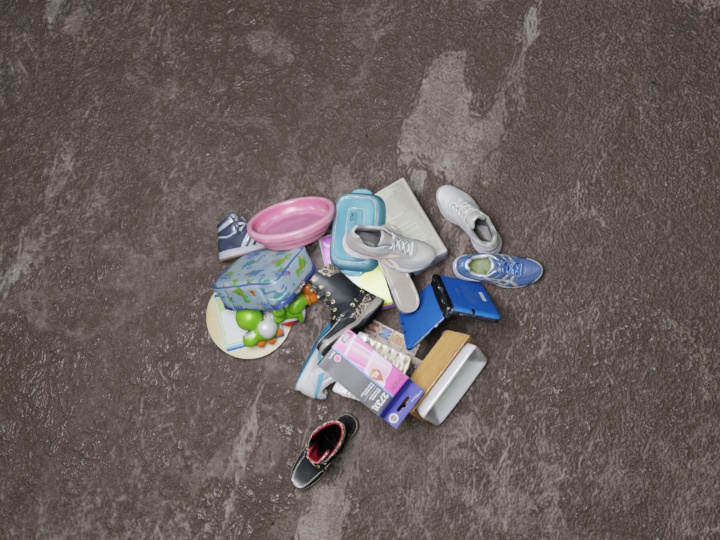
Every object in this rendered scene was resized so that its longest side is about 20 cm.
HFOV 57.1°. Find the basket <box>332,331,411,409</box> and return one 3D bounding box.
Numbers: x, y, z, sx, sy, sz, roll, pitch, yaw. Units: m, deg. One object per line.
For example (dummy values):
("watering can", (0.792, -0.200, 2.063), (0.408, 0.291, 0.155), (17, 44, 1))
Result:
("basket", (0.029, 0.216, 1.398), (0.123, 0.200, 0.136), (23, 84, 6))

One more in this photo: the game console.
("game console", (0.185, 0.097, 1.416), (0.170, 0.200, 0.119), (12, 109, -6))

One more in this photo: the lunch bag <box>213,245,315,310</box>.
("lunch bag", (-0.206, 0.015, 1.445), (0.200, 0.083, 0.161), (-6, 33, 34))

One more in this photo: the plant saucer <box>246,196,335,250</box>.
("plant saucer", (-0.150, -0.102, 1.469), (0.200, 0.201, 0.051), (-11, 118, 6))

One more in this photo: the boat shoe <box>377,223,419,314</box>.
("boat shoe", (0.074, -0.001, 1.444), (0.072, 0.063, 0.200), (-14, 81, -11))

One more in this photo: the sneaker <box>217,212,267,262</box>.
("sneaker", (-0.246, -0.091, 1.561), (0.199, 0.070, 0.109), (-13, 80, 8))

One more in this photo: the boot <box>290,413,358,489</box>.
("boot", (-0.088, 0.389, 1.411), (0.200, 0.151, 0.073), (-45, 77, -2))

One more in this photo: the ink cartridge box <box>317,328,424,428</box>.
("ink cartridge box", (0.021, 0.210, 1.287), (0.200, 0.037, 0.095), (39, 84, 0))

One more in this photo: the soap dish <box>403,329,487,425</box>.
("soap dish", (0.175, 0.227, 1.409), (0.081, 0.157, 0.200), (36, 86, 29))

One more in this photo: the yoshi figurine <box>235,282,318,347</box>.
("yoshi figurine", (-0.198, 0.083, 1.481), (0.200, 0.112, 0.112), (-40, 70, -4))

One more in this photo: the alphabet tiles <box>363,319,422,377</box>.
("alphabet tiles", (0.041, 0.209, 1.499), (0.200, 0.006, 0.167), (26, 85, 12))

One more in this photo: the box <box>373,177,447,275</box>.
("box", (0.111, -0.098, 1.508), (0.095, 0.078, 0.200), (-28, 77, 3))

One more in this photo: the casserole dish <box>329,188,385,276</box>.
("casserole dish", (-0.010, -0.088, 1.471), (0.121, 0.039, 0.201), (5, 82, 12))

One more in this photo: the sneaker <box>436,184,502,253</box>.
("sneaker", (0.246, -0.124, 1.483), (0.078, 0.099, 0.200), (-43, 77, -1))

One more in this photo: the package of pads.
("package of pads", (0.000, 0.000, 1.511), (0.154, 0.068, 0.200), (-15, 79, 6))

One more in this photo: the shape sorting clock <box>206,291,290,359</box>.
("shape sorting clock", (-0.258, 0.105, 1.542), (0.199, 0.039, 0.201), (0, 83, -2))

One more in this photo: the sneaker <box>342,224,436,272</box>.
("sneaker", (0.064, -0.049, 1.373), (0.199, 0.092, 0.076), (9, 73, -7))

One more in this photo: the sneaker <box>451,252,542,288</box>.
("sneaker", (0.305, 0.001, 1.455), (0.199, 0.077, 0.076), (1, 86, -3))

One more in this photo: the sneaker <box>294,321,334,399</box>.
("sneaker", (-0.071, 0.194, 1.474), (0.081, 0.077, 0.200), (27, 104, -6))

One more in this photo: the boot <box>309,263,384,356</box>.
("boot", (-0.062, 0.080, 1.402), (0.154, 0.074, 0.203), (39, 48, 15))
